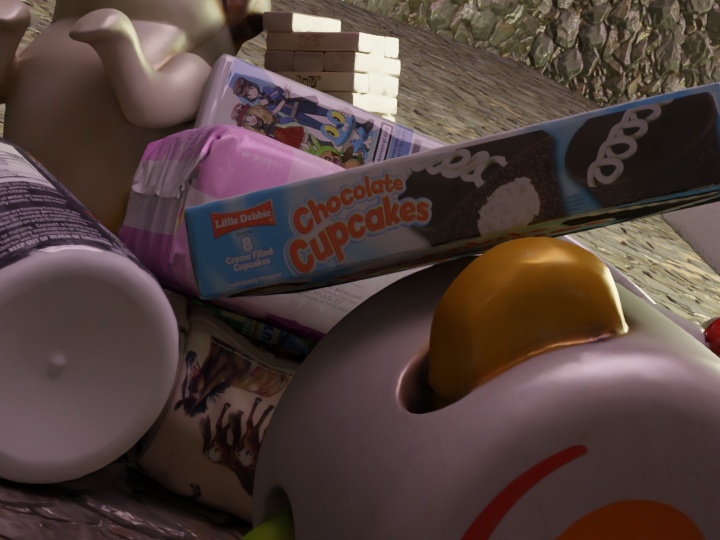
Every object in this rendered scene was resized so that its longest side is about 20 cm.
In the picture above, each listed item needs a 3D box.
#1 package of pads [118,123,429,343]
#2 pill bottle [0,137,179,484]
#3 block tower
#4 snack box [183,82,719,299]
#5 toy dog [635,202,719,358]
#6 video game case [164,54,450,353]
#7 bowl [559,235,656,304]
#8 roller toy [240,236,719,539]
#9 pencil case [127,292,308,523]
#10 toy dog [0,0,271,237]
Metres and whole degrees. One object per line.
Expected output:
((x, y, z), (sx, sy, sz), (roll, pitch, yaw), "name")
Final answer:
((0.000, 0.000, 1.113), (0.200, 0.076, 0.120), (21, -1, -17), "package of pads")
((-0.160, 0.004, 1.090), (0.106, 0.106, 0.200), (17, 12, -31), "pill bottle")
((-0.019, -0.029, 1.285), (0.058, 0.201, 0.054), (3, 1, 26), "block tower")
((0.048, -0.027, 0.928), (0.200, 0.037, 0.116), (-12, -3, 18), "snack box")
((0.106, 0.019, 1.036), (0.200, 0.132, 0.096), (6, 38, -24), "toy dog")
((-0.009, 0.017, 1.196), (0.182, 0.200, 0.022), (21, -27, -14), "video game case")
((0.076, 0.048, 1.343), (0.201, 0.090, 0.201), (32, -18, 11), "bowl")
((0.065, 0.095, 0.907), (0.182, 0.200, 0.140), (25, 8, -28), "roller toy")
((-0.008, 0.077, 1.108), (0.200, 0.090, 0.078), (21, 23, -12), "pencil case")
((-0.112, -0.077, 1.270), (0.139, 0.200, 0.194), (0, -18, 39), "toy dog")
